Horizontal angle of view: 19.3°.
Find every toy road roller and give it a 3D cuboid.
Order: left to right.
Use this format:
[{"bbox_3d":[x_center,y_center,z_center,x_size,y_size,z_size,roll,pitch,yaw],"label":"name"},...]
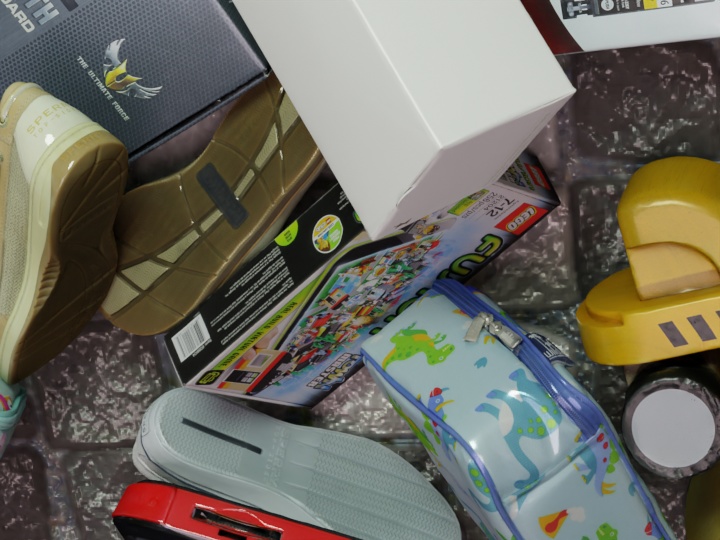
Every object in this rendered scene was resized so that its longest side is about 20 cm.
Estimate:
[{"bbox_3d":[0.209,0.010,1.094,0.199,0.123,0.146,-13,104,18],"label":"toy road roller"}]

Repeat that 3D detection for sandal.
[{"bbox_3d":[-0.073,-0.033,1.155,0.200,0.054,0.080,-43,68,25],"label":"sandal"}]

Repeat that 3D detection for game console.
[{"bbox_3d":[-0.040,0.177,1.217,0.199,0.031,0.177,16,159,6],"label":"game console"}]

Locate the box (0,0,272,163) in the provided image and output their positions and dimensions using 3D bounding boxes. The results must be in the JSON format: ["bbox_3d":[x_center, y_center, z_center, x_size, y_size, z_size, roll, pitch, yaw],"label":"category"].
[{"bbox_3d":[-0.160,-0.151,1.110,0.157,0.051,0.200,-28,111,23],"label":"box"}]

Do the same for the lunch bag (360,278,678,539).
[{"bbox_3d":[0.089,0.105,1.130,0.082,0.161,0.200,-38,122,-7],"label":"lunch bag"}]

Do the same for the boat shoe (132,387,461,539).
[{"bbox_3d":[-0.038,0.127,1.240,0.200,0.074,0.067,29,149,-8],"label":"boat shoe"}]

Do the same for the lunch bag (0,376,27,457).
[{"bbox_3d":[-0.287,0.053,1.188,0.200,0.160,0.077,29,93,-5],"label":"lunch bag"}]

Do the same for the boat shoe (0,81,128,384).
[{"bbox_3d":[-0.174,-0.016,1.130,0.063,0.073,0.201,41,145,16],"label":"boat shoe"}]

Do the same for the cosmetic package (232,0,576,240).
[{"bbox_3d":[0.002,-0.130,1.004,0.200,0.085,0.108,59,153,9],"label":"cosmetic package"}]

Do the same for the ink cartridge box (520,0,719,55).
[{"bbox_3d":[0.125,-0.213,1.005,0.175,0.084,0.201,-6,116,13],"label":"ink cartridge box"}]

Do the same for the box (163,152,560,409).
[{"bbox_3d":[0.000,0.000,1.136,0.200,0.035,0.110,-41,148,27],"label":"box"}]

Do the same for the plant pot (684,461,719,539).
[{"bbox_3d":[0.276,0.178,1.157,0.199,0.142,0.201,4,118,8],"label":"plant pot"}]
